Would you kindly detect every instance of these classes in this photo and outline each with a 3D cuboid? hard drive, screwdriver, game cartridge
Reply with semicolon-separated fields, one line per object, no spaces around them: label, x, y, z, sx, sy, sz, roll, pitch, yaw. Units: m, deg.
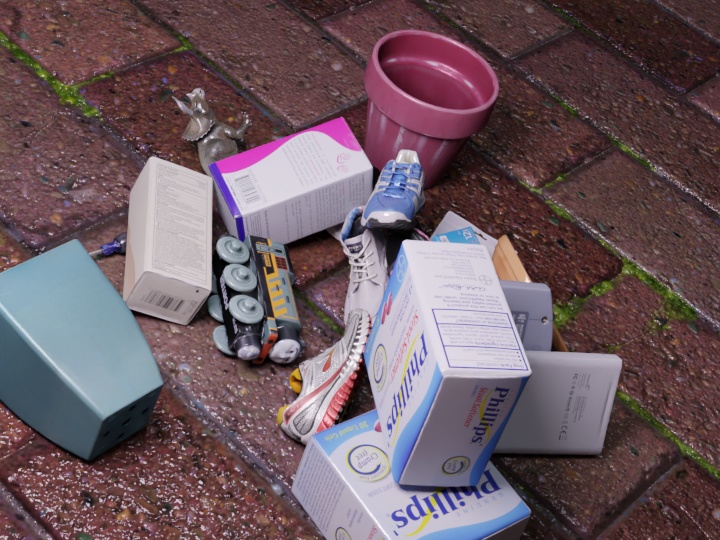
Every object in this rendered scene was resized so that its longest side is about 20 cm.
hard drive;0.218;0.164;1.649;0.198;0.133;0.027;3;19;-19
screwdriver;-0.346;-0.022;1.705;0.199;0.028;0.029;-19;23;-36
game cartridge;0.168;0.108;1.647;0.132;0.202;0.041;6;18;-14

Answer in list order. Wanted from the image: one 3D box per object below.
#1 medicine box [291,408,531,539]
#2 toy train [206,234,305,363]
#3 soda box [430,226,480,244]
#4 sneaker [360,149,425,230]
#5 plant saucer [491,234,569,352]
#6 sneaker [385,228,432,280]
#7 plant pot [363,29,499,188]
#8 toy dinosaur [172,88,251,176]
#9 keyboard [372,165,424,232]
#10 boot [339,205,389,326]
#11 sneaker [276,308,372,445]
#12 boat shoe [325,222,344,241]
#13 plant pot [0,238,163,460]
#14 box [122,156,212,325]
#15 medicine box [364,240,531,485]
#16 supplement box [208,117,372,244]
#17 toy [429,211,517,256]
medicine box;0.056;0.259;1.499;0.181;0.103;0.200;-17;52;-35
toy train;-0.133;0.035;1.691;0.113;0.085;0.201;10;41;-26
soda box;0.151;0.048;1.749;0.064;0.068;0.201;-14;68;-32
sneaker;0.044;-0.103;1.745;0.075;0.078;0.200;4;19;7
plant saucer;0.225;0.048;1.764;0.037;0.200;0.201;-28;49;7
sneaker;0.065;0.035;1.703;0.095;0.079;0.202;7;64;-55
plant pot;0.089;-0.228;1.988;0.198;0.180;0.201;11;41;-10
toy dinosaur;-0.193;-0.161;1.895;0.102;0.077;0.201;-18;80;-27
keyboard;0.042;-0.091;1.895;0.127;0.021;0.201;33;20;-38
boot;0.000;0.000;1.753;0.073;0.096;0.201;-18;34;14
sneaker;-0.040;0.121;1.616;0.082;0.078;0.201;19;51;10
boat shoe;-0.030;-0.119;1.905;0.071;0.069;0.201;-2;45;-23
plant pot;-0.326;0.101;1.497;0.200;0.142;0.141;46;46;17
box;-0.244;-0.040;1.700;0.094;0.078;0.201;19;43;-23
medicine box;0.089;0.101;1.455;0.102;0.183;0.201;4;42;-17
supplement box;-0.091;-0.111;1.798;0.199;0.104;0.102;-21;57;-12
toy;0.125;0.017;1.836;0.115;0.047;0.200;32;47;5
